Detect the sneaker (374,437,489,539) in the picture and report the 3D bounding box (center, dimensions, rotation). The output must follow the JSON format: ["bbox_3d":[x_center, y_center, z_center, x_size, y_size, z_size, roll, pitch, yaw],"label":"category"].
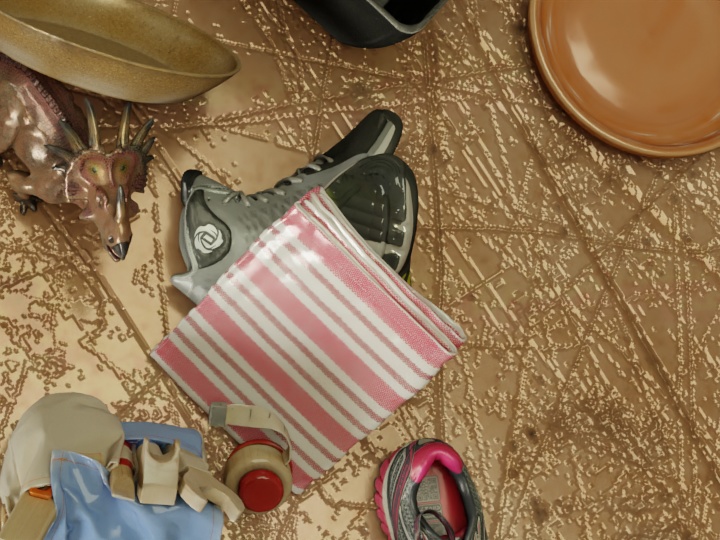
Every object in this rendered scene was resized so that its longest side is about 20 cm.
[{"bbox_3d":[0.057,0.214,1.657,0.081,0.075,0.200,-14,82,-16],"label":"sneaker"}]

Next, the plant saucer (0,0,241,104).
[{"bbox_3d":[-0.180,-0.154,1.638,0.200,0.200,0.035,18,105,-9],"label":"plant saucer"}]

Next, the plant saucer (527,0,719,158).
[{"bbox_3d":[0.217,-0.177,1.801,0.200,0.037,0.200,3,76,-13],"label":"plant saucer"}]

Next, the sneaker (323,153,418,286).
[{"bbox_3d":[0.000,0.000,1.647,0.074,0.200,0.085,26,34,15],"label":"sneaker"}]

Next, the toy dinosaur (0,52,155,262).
[{"bbox_3d":[-0.208,-0.096,1.629,0.200,0.136,0.086,44,72,-1],"label":"toy dinosaur"}]

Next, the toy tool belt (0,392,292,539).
[{"bbox_3d":[-0.138,0.156,1.591,0.200,0.123,0.125,4,115,-10],"label":"toy tool belt"}]

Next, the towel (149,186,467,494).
[{"bbox_3d":[-0.037,0.051,1.625,0.146,0.200,0.030,45,38,-1],"label":"towel"}]

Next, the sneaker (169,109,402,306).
[{"bbox_3d":[-0.062,-0.054,1.689,0.115,0.075,0.200,34,73,-2],"label":"sneaker"}]

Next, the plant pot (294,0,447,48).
[{"bbox_3d":[0.002,-0.270,1.696,0.200,0.177,0.200,43,72,-3],"label":"plant pot"}]
